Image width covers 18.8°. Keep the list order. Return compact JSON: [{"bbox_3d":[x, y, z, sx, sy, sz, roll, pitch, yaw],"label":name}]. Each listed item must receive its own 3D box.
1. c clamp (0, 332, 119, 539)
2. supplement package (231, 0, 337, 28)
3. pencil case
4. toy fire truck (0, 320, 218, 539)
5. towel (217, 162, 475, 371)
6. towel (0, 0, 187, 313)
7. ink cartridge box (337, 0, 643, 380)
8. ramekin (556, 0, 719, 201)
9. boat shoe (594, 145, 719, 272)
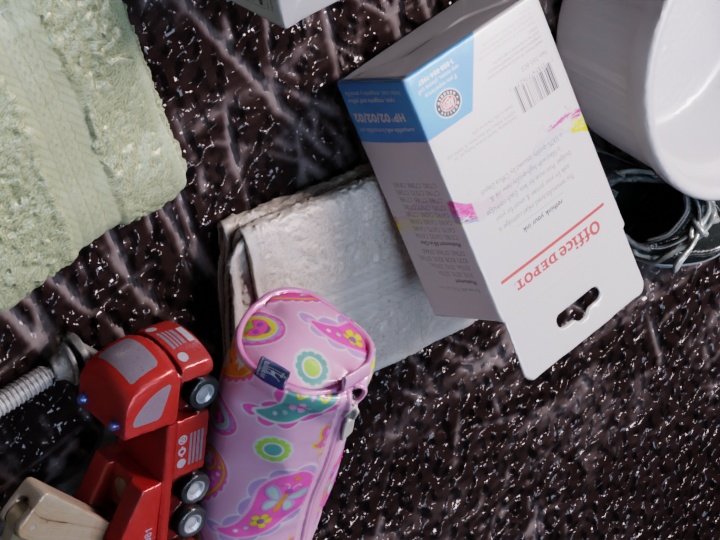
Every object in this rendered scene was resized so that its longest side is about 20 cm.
[{"bbox_3d":[-0.203,0.100,1.178,0.200,0.027,0.171,-28,129,-30],"label":"c clamp"},{"bbox_3d":[-0.027,-0.254,1.093,0.155,0.111,0.201,-30,130,-27],"label":"supplement package"},{"bbox_3d":[-0.049,0.105,1.247,0.087,0.087,0.200,-18,142,-35],"label":"pencil case"},{"bbox_3d":[-0.152,0.134,1.199,0.141,0.049,0.201,-21,132,-38],"label":"toy fire truck"},{"bbox_3d":[0.000,0.000,1.309,0.200,0.034,0.133,-24,127,-32],"label":"towel"},{"bbox_3d":[-0.170,-0.085,1.106,0.148,0.036,0.200,-36,132,-22],"label":"towel"},{"bbox_3d":[0.080,-0.049,1.284,0.115,0.068,0.201,-35,113,-30],"label":"ink cartridge box"},{"bbox_3d":[0.217,-0.154,1.381,0.200,0.098,0.201,-21,124,-35],"label":"ramekin"},{"bbox_3d":[0.201,-0.038,1.449,0.199,0.068,0.074,24,95,-47],"label":"boat shoe"}]
